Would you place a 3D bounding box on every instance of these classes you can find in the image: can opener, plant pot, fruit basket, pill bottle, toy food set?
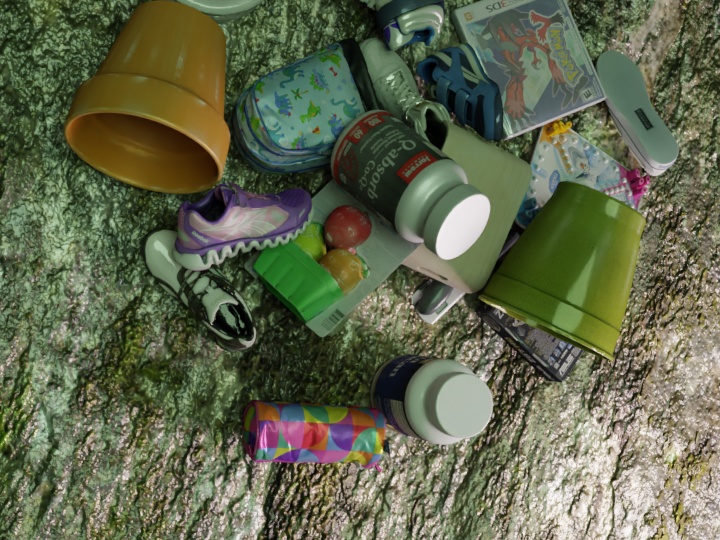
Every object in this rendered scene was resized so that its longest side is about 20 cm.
[{"bbox_3d":[0.154,-0.001,1.683,0.200,0.067,0.054,-42,104,-16],"label":"can opener"},{"bbox_3d":[-0.248,-0.224,1.480,0.198,0.200,0.185,20,66,-19],"label":"plant pot"},{"bbox_3d":[-0.032,-0.024,1.566,0.200,0.185,0.094,-41,143,-15],"label":"fruit basket"},{"bbox_3d":[0.063,-0.108,1.498,0.115,0.200,0.117,-30,142,-27],"label":"pill bottle"},{"bbox_3d":[0.097,0.172,1.588,0.110,0.200,0.113,0,89,-21],"label":"pill bottle"},{"bbox_3d":[0.133,-0.084,1.610,0.142,0.060,0.202,24,89,-24],"label":"toy food set"},{"bbox_3d":[0.287,-0.009,1.601,0.199,0.200,0.195,25,89,-19],"label":"plant pot"}]

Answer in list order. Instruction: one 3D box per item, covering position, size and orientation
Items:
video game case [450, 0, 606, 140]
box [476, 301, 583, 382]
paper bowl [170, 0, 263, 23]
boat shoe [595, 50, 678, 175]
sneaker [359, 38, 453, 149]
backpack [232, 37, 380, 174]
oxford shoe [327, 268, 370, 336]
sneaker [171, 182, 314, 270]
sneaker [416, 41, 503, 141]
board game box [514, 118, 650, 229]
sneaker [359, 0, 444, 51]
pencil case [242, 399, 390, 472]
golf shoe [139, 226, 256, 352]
[{"bbox_3d":[0.247,-0.313,1.733,0.181,0.023,0.202,-23,89,-20],"label":"video game case"},{"bbox_3d":[0.287,0.037,1.744,0.161,0.049,0.201,41,75,-16],"label":"box"},{"bbox_3d":[-0.190,-0.430,1.541,0.198,0.104,0.203,0,90,-20],"label":"paper bowl"},{"bbox_3d":[0.404,-0.233,1.785,0.073,0.065,0.202,-18,75,-12],"label":"boat shoe"},{"bbox_3d":[0.070,-0.236,1.630,0.073,0.115,0.201,-33,100,-16],"label":"sneaker"},{"bbox_3d":[-0.074,-0.208,1.571,0.198,0.154,0.165,-18,92,-4],"label":"backpack"},{"bbox_3d":[0.000,0.000,1.627,0.058,0.075,0.200,38,74,11],"label":"oxford shoe"},{"bbox_3d":[-0.149,-0.073,1.505,0.198,0.080,0.089,-21,125,-25],"label":"sneaker"},{"bbox_3d":[0.140,-0.239,1.636,0.081,0.201,0.075,-10,131,-14],"label":"sneaker"},{"bbox_3d":[0.331,-0.106,1.741,0.199,0.026,0.202,31,59,-17],"label":"board game box"},{"bbox_3d":[0.027,-0.375,1.617,0.198,0.080,0.148,11,64,-26],"label":"sneaker"},{"bbox_3d":[-0.059,0.221,1.591,0.198,0.088,0.090,8,86,-19],"label":"pencil case"},{"bbox_3d":[-0.201,0.020,1.534,0.200,0.094,0.078,46,76,-13],"label":"golf shoe"}]
